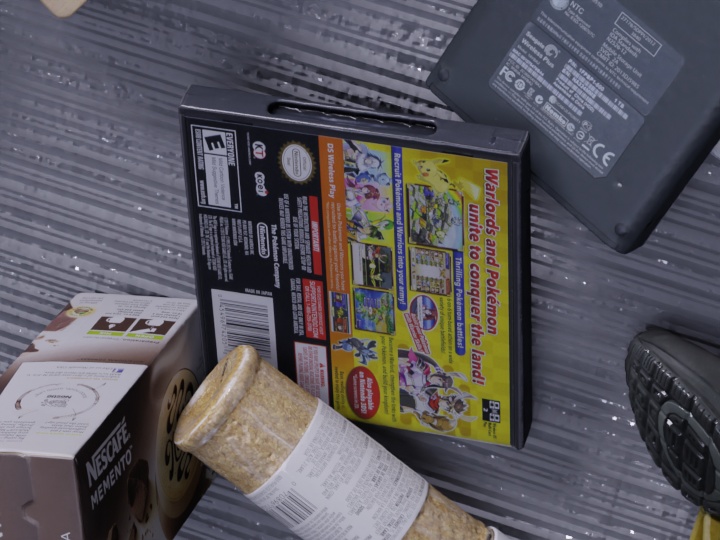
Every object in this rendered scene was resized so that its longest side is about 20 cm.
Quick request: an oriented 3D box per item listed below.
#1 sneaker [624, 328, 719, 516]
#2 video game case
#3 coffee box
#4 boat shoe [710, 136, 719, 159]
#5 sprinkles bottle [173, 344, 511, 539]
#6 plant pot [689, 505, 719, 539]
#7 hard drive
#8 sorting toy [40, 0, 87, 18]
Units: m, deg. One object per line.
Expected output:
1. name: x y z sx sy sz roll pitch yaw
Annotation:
1. sneaker: 0.222 0.093 1.504 0.200 0.091 0.076 40 149 20
2. video game case: 0.000 0.000 1.527 0.180 0.026 0.201 9 131 14
3. coffee box: -0.147 0.103 1.547 0.079 0.200 0.114 3 113 16
4. boat shoe: 0.258 -0.072 1.422 0.199 0.067 0.074 -2 111 19
5. sprinkles bottle: -0.004 0.123 1.568 0.200 0.068 0.068 38 118 -12
6. plant pot: 0.247 0.261 1.506 0.199 0.194 0.196 13 116 1
7. hard drive: 0.136 -0.128 1.439 0.139 0.033 0.200 42 119 15
8. sorting toy: -0.143 -0.268 1.464 0.200 0.070 0.199 -40 96 27
